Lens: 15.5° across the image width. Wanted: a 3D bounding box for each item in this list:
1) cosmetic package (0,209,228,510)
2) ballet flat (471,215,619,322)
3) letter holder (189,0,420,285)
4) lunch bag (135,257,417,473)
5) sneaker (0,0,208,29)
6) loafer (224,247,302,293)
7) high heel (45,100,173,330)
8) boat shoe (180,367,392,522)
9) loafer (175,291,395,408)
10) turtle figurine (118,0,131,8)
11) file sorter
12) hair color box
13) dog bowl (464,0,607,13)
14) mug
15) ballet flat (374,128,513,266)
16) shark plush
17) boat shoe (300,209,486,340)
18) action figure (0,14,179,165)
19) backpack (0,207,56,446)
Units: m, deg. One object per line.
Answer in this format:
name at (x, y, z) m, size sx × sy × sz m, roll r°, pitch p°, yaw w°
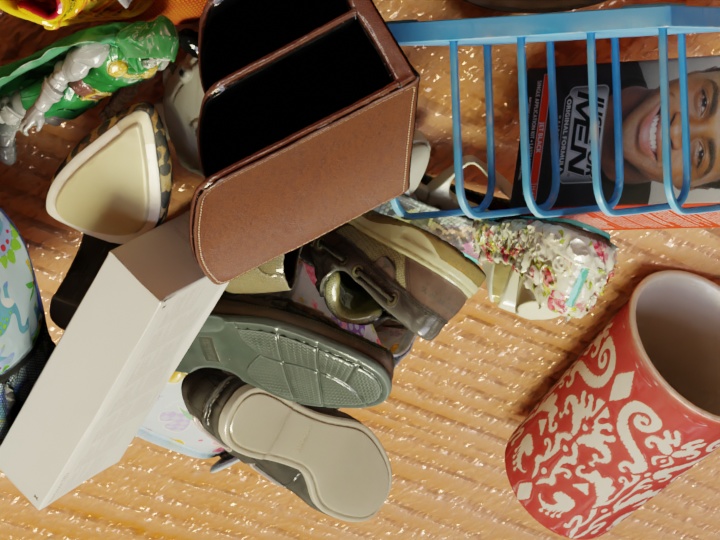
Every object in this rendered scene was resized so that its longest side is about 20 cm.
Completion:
cosmetic package at (-0.152, 0.055, 1.625) m, size 0.082 × 0.051 × 0.200 m, roll -33°, pitch 161°, yaw -50°
ballet flat at (0.106, -0.003, 1.665) m, size 0.075 × 0.064 × 0.200 m, roll 18°, pitch 179°, yaw -9°
letter holder at (-0.054, -0.083, 1.493) m, size 0.142 × 0.101 × 0.200 m, roll -29°, pitch 167°, yaw -8°
lunch bag at (-0.068, 0.054, 1.833) m, size 0.169 × 0.128 × 0.200 m, roll -29°, pitch 152°, yaw 19°
sneaker at (-0.166, -0.166, 1.542) m, size 0.199 × 0.077 × 0.073 m, roll 7°, pitch 138°, yaw -36°
loafer at (-0.036, -0.072, 1.641) m, size 0.067 × 0.201 × 0.076 m, roll 23°, pitch 177°, yaw 16°
high heel at (-0.140, -0.069, 1.642) m, size 0.071 × 0.143 × 0.200 m, roll 25°, pitch 137°, yaw 0°
boat shoe at (-0.047, 0.111, 1.777) m, size 0.067 × 0.057 × 0.200 m, roll -57°, pitch 140°, yaw -3°
loafer at (-0.069, 0.034, 1.681) m, size 0.199 × 0.063 × 0.072 m, roll 11°, pitch 141°, yaw 14°
turtle figurine at (-0.058, -0.200, 1.429) m, size 0.194 × 0.200 × 0.144 m, roll 17°, pitch 108°, yaw -49°
file sorter at (0.129, -0.095, 1.599) m, size 0.199 × 0.123 × 0.139 m, roll -1°, pitch -176°, yaw 32°
hair color box at (0.197, -0.081, 1.687) m, size 0.199 × 0.102 × 0.061 m, roll -2°, pitch 165°, yaw 37°
dog bowl at (0.118, -0.244, 1.543) m, size 0.199 × 0.074 × 0.200 m, roll -9°, pitch 144°, yaw -7°
mug at (0.224, 0.114, 2.011) m, size 0.177 × 0.134 × 0.200 m, roll 12°, pitch 140°, yaw -29°
ballet flat at (0.048, -0.052, 1.773) m, size 0.199 × 0.069 × 0.071 m, roll 20°, pitch 118°, yaw -21°
shark plush at (-0.085, -0.120, 1.650) m, size 0.083 × 0.091 × 0.200 m, roll -28°, pitch 143°, yaw -16°
boat shoe at (0.001, 0.001, 1.658) m, size 0.072 × 0.201 × 0.066 m, roll 41°, pitch 77°, yaw -30°
action figure at (-0.174, -0.110, 1.578) m, size 0.118 × 0.055 × 0.200 m, roll -5°, pitch 168°, yaw -43°
backpack at (-0.290, 0.029, 1.661) m, size 0.182 × 0.147 × 0.200 m, roll 22°, pitch 143°, yaw 20°
